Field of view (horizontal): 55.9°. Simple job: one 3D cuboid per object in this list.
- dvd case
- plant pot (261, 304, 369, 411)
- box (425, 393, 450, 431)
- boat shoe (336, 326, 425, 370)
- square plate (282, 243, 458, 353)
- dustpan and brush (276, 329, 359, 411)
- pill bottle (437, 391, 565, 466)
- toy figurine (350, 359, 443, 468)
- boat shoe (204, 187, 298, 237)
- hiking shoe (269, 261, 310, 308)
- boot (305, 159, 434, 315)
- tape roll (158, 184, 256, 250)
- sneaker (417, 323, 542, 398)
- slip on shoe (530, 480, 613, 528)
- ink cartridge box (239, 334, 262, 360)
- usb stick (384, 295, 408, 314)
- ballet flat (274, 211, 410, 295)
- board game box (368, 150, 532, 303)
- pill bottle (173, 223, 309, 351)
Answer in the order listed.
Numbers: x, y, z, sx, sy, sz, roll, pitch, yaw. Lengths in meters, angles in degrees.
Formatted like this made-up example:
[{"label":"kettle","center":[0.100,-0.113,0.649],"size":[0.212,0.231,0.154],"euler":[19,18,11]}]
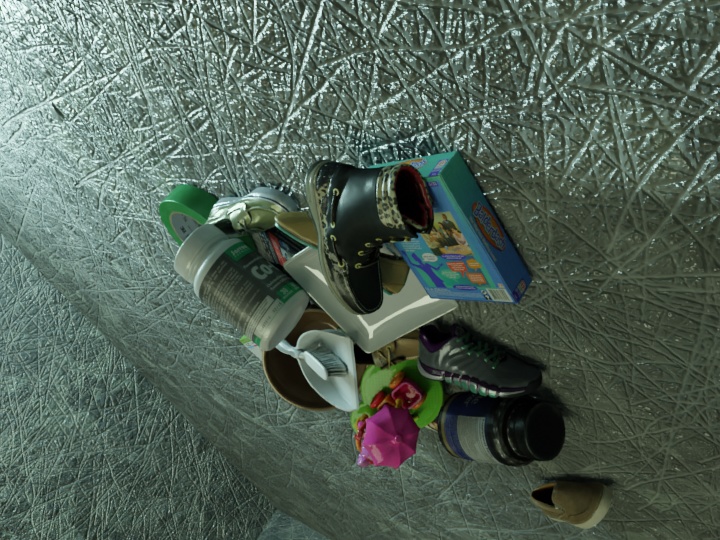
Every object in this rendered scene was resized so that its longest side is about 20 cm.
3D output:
[{"label":"dvd case","center":[-0.093,0.004,1.145],"size":[0.199,0.022,0.147],"euler":[35,155,31]},{"label":"plant pot","center":[-0.078,0.150,1.262],"size":[0.201,0.201,0.093],"euler":[42,-166,-9]},{"label":"box","center":[0.121,0.257,1.279],"size":[0.198,0.050,0.076],"euler":[12,144,42]},{"label":"boat shoe","center":[0.038,0.133,1.130],"size":[0.198,0.067,0.074],"euler":[-5,129,32]},{"label":"square plate","center":[0.013,0.016,0.997],"size":[0.197,0.029,0.200],"euler":[-32,109,38]},{"label":"dustpan and brush","center":[-0.083,0.146,1.142],"size":[0.199,0.057,0.141],"euler":[27,129,52]},{"label":"pill bottle","center":[0.221,0.249,1.075],"size":[0.112,0.112,0.199],"euler":[46,152,-17]},{"label":"toy figurine","center":[0.038,0.261,1.132],"size":[0.150,0.184,0.200],"euler":[42,113,-3]},{"label":"boat shoe","center":[-0.177,-0.083,1.086],"size":[0.198,0.063,0.072],"euler":[-4,140,46]},{"label":"hiking shoe","center":[-0.154,0.021,1.189],"size":[0.199,0.074,0.088],"euler":[9,119,53]},{"label":"boot","center":[0.019,-0.033,0.799],"size":[0.153,0.073,0.206],"euler":[6,120,47]},{"label":"tape roll","center":[-0.286,-0.070,1.273],"size":[0.199,0.048,0.201],"euler":[29,152,17]},{"label":"sneaker","center":[0.168,0.127,1.002],"size":[0.198,0.074,0.089],"euler":[5,117,32]},{"label":"slip on shoe","center":[0.362,0.397,1.179],"size":[0.060,0.077,0.200],"euler":[30,161,-1]},{"label":"ink cartridge box","center":[-0.146,0.182,1.460],"size":[0.200,0.076,0.147],"euler":[45,153,-11]},{"label":"usb stick","center":[0.000,0.000,1.044],"size":[0.200,0.033,0.055],"euler":[41,161,-5]},{"label":"ballet flat","center":[-0.020,-0.041,0.920],"size":[0.198,0.064,0.069],"euler":[30,-168,-2]},{"label":"board game box","center":[0.101,-0.046,0.834],"size":[0.151,0.045,0.201],"euler":[2,136,50]},{"label":"pill bottle","center":[-0.187,0.023,1.062],"size":[0.199,0.113,0.113],"euler":[37,154,9]}]
